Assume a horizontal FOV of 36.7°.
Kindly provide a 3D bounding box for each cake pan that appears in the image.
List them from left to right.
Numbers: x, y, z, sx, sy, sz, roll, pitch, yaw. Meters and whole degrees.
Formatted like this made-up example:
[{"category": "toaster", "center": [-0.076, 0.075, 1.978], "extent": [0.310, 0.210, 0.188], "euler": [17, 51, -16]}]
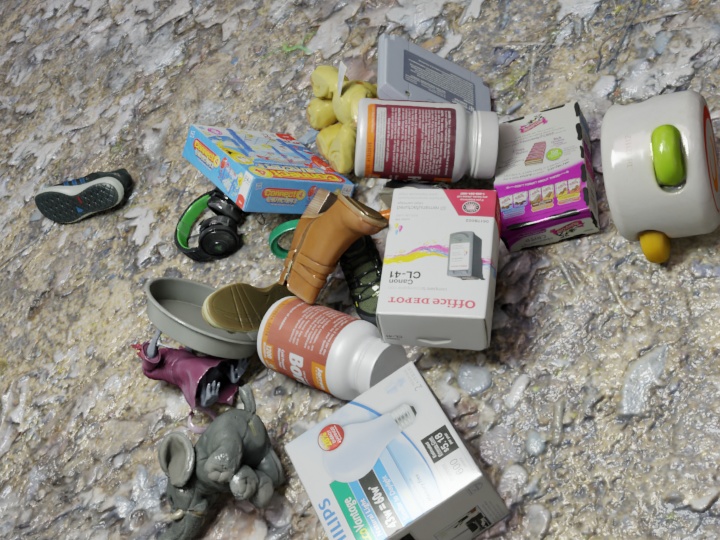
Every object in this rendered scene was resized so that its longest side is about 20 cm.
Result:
[{"category": "cake pan", "center": [-0.227, 0.071, 1.597], "extent": [0.200, 0.200, 0.037], "euler": [37, 109, 41]}]

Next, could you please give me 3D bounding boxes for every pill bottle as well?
[{"category": "pill bottle", "center": [-0.038, 0.113, 1.503], "extent": [0.199, 0.112, 0.113], "euler": [18, 67, 37]}, {"category": "pill bottle", "center": [0.093, -0.185, 1.560], "extent": [0.199, 0.114, 0.115], "euler": [3, 55, -1]}]

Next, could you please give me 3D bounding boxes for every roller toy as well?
[{"category": "roller toy", "center": [0.385, -0.130, 1.404], "extent": [0.139, 0.201, 0.183], "euler": [-7, 41, 24]}]

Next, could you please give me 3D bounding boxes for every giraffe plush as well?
[{"category": "giraffe plush", "center": [0.023, -0.262, 1.716], "extent": [0.161, 0.200, 0.173], "euler": [-12, 67, -24]}]

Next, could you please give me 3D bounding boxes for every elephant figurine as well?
[{"category": "elephant figurine", "center": [-0.215, 0.278, 1.481], "extent": [0.199, 0.142, 0.155], "euler": [-24, 18, 32]}]

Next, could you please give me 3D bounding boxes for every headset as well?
[{"category": "headset", "center": [-0.230, -0.089, 1.762], "extent": [0.199, 0.094, 0.124], "euler": [-10, 53, 33]}]

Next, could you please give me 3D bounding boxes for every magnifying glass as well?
[{"category": "magnifying glass", "center": [-0.043, -0.059, 1.663], "extent": [0.199, 0.080, 0.022], "euler": [-15, 53, 5]}]

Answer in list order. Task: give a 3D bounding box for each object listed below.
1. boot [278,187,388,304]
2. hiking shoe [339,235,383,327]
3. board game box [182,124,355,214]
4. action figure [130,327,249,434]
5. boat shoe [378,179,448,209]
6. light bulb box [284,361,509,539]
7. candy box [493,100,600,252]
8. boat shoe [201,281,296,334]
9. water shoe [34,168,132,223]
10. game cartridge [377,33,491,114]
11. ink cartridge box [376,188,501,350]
[{"category": "boot", "center": [-0.041, -0.026, 1.500], "extent": [0.155, 0.073, 0.200], "euler": [-65, 23, -1]}, {"category": "hiking shoe", "center": [0.000, 0.000, 1.570], "extent": [0.075, 0.101, 0.200], "euler": [-32, 48, 5]}, {"category": "board game box", "center": [-0.144, -0.156, 1.700], "extent": [0.196, 0.199, 0.056], "euler": [40, 118, 41]}, {"category": "action figure", "center": [-0.264, 0.151, 1.625], "extent": [0.199, 0.134, 0.150], "euler": [9, 90, 32]}, {"category": "boat shoe", "center": [0.096, -0.114, 1.590], "extent": [0.063, 0.073, 0.200], "euler": [-47, 24, -14]}, {"category": "light bulb box", "center": [0.043, 0.259, 1.347], "extent": [0.199, 0.125, 0.199], "euler": [-34, 49, 1]}, {"category": "candy box", "center": [0.262, -0.134, 1.551], "extent": [0.136, 0.061, 0.201], "euler": [-13, 53, 23]}, {"category": "boat shoe", "center": [-0.162, 0.056, 1.568], "extent": [0.063, 0.200, 0.074], "euler": [-27, 84, 34]}, {"category": "water shoe", "center": [-0.499, -0.137, 1.974], "extent": [0.199, 0.072, 0.079], "euler": [-6, 27, 27]}, {"category": "game cartridge", "center": [0.112, -0.273, 1.657], "extent": [0.042, 0.199, 0.134], "euler": [-38, 38, 48]}, {"category": "ink cartridge box", "center": [0.106, -0.006, 1.436], "extent": [0.147, 0.086, 0.201], "euler": [2, 57, 11]}]
